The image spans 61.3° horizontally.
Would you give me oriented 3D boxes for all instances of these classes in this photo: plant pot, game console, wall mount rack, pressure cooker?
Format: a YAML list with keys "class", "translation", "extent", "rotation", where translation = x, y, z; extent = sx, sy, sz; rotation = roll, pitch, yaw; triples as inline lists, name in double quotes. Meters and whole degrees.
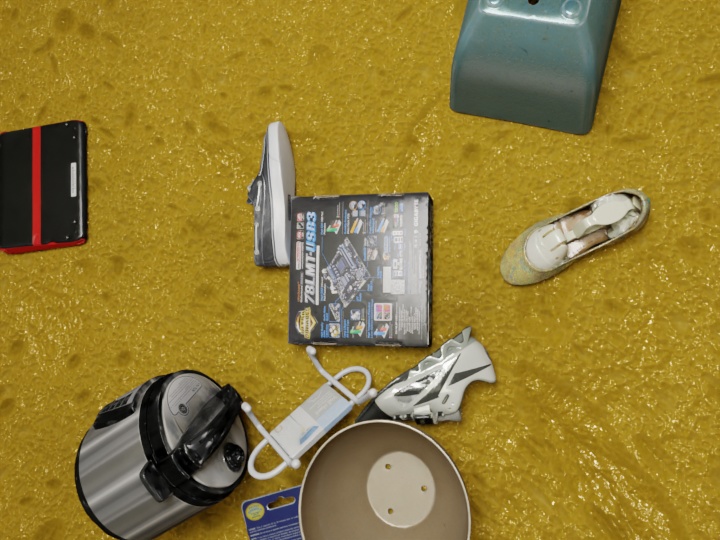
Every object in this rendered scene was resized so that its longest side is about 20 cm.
- class: "plant pot"
  translation: [0.038, 0.278, 0.735]
  extent: [0.195, 0.134, 0.206]
  rotation: [-2, 83, 13]
- class: "game console"
  translation: [-0.519, -0.135, 0.984]
  extent: [0.172, 0.031, 0.206]
  rotation: [-6, 82, 9]
- class: "wall mount rack"
  translation: [-0.060, 0.177, 0.747]
  extent: [0.199, 0.076, 0.173]
  rotation: [-40, 33, -19]
- class: "pressure cooker"
  translation: [-0.238, 0.228, 0.782]
  extent: [0.198, 0.178, 0.179]
  rotation: [-32, 52, 19]
- class: "plant pot"
  translation: [0.212, -0.308, 0.728]
  extent: [0.192, 0.200, 0.201]
  rotation: [14, 86, 15]

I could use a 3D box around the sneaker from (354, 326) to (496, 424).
- class: "sneaker"
  translation: [0.083, 0.164, 0.768]
  extent: [0.198, 0.074, 0.089]
  rotation: [-37, 74, 8]

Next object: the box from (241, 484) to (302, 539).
- class: "box"
  translation: [-0.078, 0.391, 0.803]
  extent: [0.118, 0.032, 0.205]
  rotation: [-18, 82, 11]

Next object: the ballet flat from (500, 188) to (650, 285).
- class: "ballet flat"
  translation: [0.263, -0.045, 0.752]
  extent: [0.196, 0.071, 0.072]
  rotation: [-26, 78, 10]

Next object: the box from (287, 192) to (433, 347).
- class: "box"
  translation: [0.000, 0.000, 0.822]
  extent: [0.193, 0.050, 0.206]
  rotation: [-1, 83, 15]

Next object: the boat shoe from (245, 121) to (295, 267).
- class: "boat shoe"
  translation: [-0.130, -0.107, 0.861]
  extent: [0.066, 0.072, 0.206]
  rotation: [-3, 89, 12]
